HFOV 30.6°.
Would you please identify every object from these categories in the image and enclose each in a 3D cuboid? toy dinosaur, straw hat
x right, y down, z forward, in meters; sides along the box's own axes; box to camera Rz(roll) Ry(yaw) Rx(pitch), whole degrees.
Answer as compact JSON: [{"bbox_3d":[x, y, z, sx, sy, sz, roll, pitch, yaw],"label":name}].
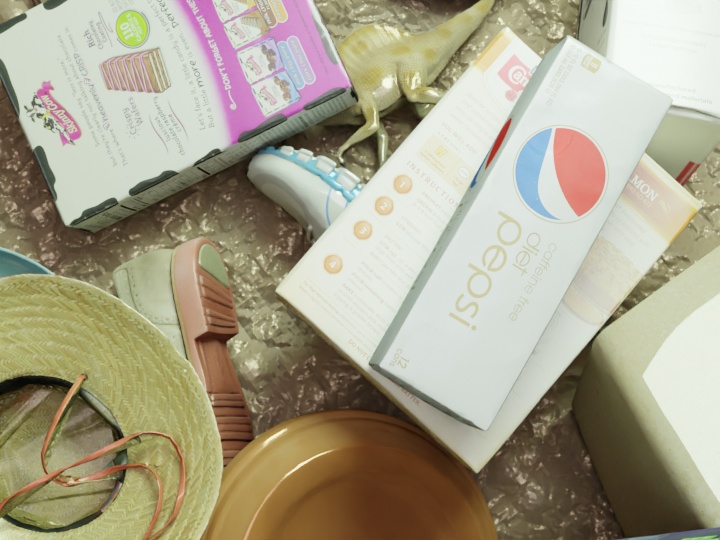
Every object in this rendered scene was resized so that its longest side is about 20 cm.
[{"bbox_3d":[0.033,-0.125,0.868,0.199,0.058,0.101,-31,77,-11],"label":"toy dinosaur"},{"bbox_3d":[-0.179,0.107,0.754,0.199,0.085,0.203,1,79,-7],"label":"straw hat"}]

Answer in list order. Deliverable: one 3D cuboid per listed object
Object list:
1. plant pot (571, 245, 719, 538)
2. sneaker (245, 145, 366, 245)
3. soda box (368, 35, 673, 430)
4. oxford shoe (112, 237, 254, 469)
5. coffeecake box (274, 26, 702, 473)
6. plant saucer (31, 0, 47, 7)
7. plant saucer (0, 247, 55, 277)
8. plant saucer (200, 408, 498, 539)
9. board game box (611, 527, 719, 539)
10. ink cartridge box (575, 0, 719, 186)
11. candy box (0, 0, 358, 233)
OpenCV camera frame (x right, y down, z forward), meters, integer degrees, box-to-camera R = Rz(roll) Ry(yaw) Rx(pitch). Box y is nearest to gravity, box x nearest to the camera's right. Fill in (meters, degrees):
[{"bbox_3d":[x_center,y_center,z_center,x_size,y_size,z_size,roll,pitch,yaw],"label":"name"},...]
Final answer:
[{"bbox_3d":[0.234,0.088,0.760,0.199,0.200,0.177,-33,70,-11],"label":"plant pot"},{"bbox_3d":[0.000,0.000,0.828,0.199,0.075,0.087,36,82,7],"label":"sneaker"},{"bbox_3d":[0.083,-0.019,0.698,0.068,0.064,0.201,30,85,-3],"label":"soda box"},{"bbox_3d":[-0.112,0.084,0.809,0.073,0.071,0.202,-11,74,16],"label":"oxford shoe"},{"bbox_3d":[0.071,-0.011,0.765,0.153,0.073,0.200,42,85,-1],"label":"coffeecake box"},{"bbox_3d":[-0.135,-0.228,0.903,0.198,0.029,0.202,0,75,-2],"label":"plant saucer"},{"bbox_3d":[-0.253,0.082,0.814,0.198,0.027,0.202,1,74,-2],"label":"plant saucer"},{"bbox_3d":[-0.003,0.181,0.763,0.198,0.037,0.202,3,80,-20],"label":"plant saucer"},{"bbox_3d":[0.129,0.226,0.675,0.056,0.199,0.167,-10,83,-41],"label":"board game box"},{"bbox_3d":[0.188,-0.167,0.842,0.084,0.146,0.202,10,74,1],"label":"ink cartridge box"},{"bbox_3d":[-0.118,-0.127,0.832,0.199,0.061,0.137,-25,85,3],"label":"candy box"}]
